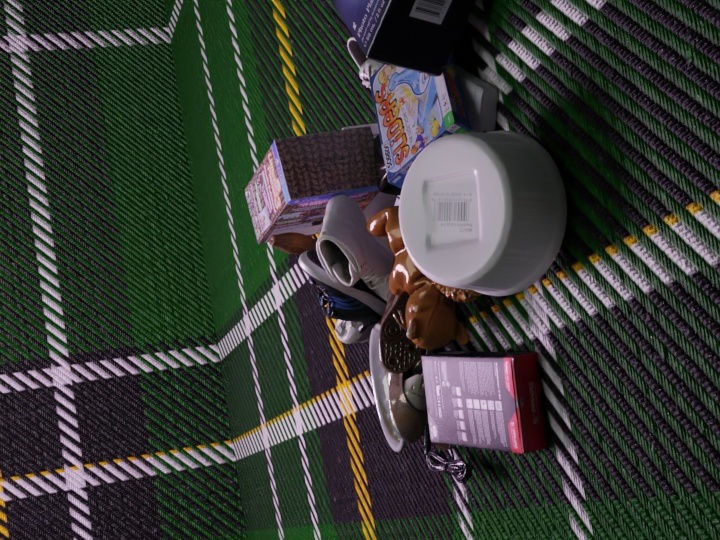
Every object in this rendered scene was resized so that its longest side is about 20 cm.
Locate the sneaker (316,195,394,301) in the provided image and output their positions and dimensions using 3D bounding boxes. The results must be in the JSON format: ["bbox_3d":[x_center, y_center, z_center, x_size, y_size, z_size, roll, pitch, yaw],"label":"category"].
[{"bbox_3d":[0.000,0.000,1.720,0.200,0.073,0.116,52,-146,-26],"label":"sneaker"}]

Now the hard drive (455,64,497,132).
[{"bbox_3d":[0.131,-0.211,1.608,0.200,0.026,0.133,-129,36,-60],"label":"hard drive"}]

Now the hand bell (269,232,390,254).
[{"bbox_3d":[-0.050,-0.035,1.804,0.104,0.199,0.105,-12,75,55],"label":"hand bell"}]

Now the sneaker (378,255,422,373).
[{"bbox_3d":[0.069,0.053,1.695,0.076,0.070,0.202,104,178,-81],"label":"sneaker"}]

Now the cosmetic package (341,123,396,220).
[{"bbox_3d":[0.013,-0.127,1.915,0.113,0.080,0.201,-121,31,-47],"label":"cosmetic package"}]

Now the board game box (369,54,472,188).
[{"bbox_3d":[0.078,-0.227,1.584,0.135,0.034,0.201,-41,42,34],"label":"board game box"}]

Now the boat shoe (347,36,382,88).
[{"bbox_3d":[0.031,-0.308,1.815,0.072,0.065,0.201,101,155,-44],"label":"boat shoe"}]

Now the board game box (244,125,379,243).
[{"bbox_3d":[-0.074,-0.130,1.807,0.200,0.158,0.098,137,120,-63],"label":"board game box"}]

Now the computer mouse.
[{"bbox_3d":[0.133,0.203,1.708,0.140,0.046,0.202,169,97,-68],"label":"computer mouse"}]

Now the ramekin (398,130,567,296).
[{"bbox_3d":[0.138,-0.071,1.396,0.199,0.097,0.203,-1,88,44],"label":"ramekin"}]

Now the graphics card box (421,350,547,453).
[{"bbox_3d":[0.161,0.171,1.550,0.199,0.051,0.127,-7,91,56],"label":"graphics card box"}]

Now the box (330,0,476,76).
[{"bbox_3d":[0.061,-0.396,1.525,0.201,0.122,0.199,-64,32,29],"label":"box"}]

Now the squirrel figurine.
[{"bbox_3d":[0.105,0.005,1.560,0.200,0.140,0.188,-30,53,58],"label":"squirrel figurine"}]

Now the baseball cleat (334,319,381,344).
[{"bbox_3d":[0.036,0.040,1.932,0.200,0.106,0.070,-51,51,24],"label":"baseball cleat"}]

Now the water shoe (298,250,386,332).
[{"bbox_3d":[-0.033,0.040,1.780,0.079,0.199,0.072,-45,43,15],"label":"water shoe"}]

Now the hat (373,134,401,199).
[{"bbox_3d":[0.060,-0.157,1.669,0.200,0.080,0.203,177,90,-72],"label":"hat"}]

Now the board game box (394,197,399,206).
[{"bbox_3d":[0.095,-0.030,1.774,0.127,0.034,0.201,107,151,-50],"label":"board game box"}]

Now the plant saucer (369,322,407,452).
[{"bbox_3d":[0.061,0.179,1.819,0.200,0.050,0.202,172,90,-79],"label":"plant saucer"}]

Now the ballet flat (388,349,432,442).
[{"bbox_3d":[0.079,0.147,1.692,0.067,0.068,0.202,-36,45,44],"label":"ballet flat"}]

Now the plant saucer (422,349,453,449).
[{"bbox_3d":[0.107,0.182,1.826,0.200,0.032,0.202,173,90,-73],"label":"plant saucer"}]
